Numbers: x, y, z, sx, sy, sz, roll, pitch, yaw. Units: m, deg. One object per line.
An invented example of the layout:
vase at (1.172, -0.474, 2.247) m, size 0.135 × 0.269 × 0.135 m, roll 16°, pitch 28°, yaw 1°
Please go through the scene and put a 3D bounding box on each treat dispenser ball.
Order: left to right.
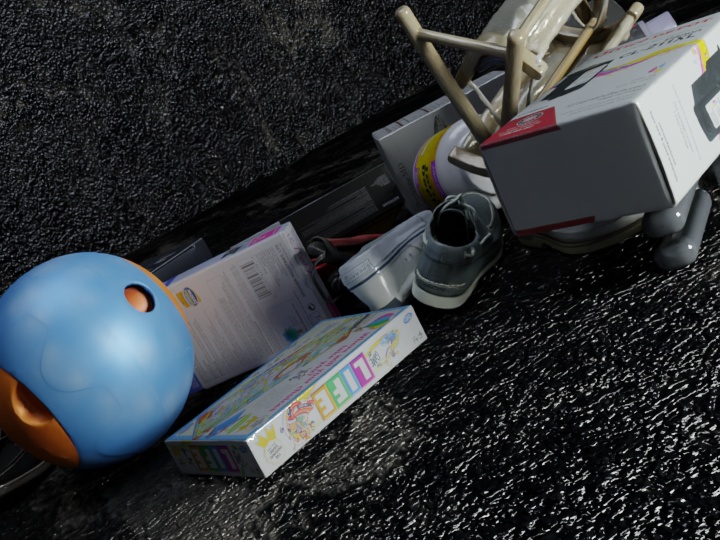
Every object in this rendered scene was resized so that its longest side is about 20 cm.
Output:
treat dispenser ball at (-0.257, 0.085, 0.990) m, size 0.199 × 0.203 × 0.201 m, roll -26°, pitch 12°, yaw 6°

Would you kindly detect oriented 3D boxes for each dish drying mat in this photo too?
dish drying mat at (-0.035, -0.003, 1.166) m, size 0.076 × 0.018 × 0.200 m, roll -22°, pitch -5°, yaw 18°

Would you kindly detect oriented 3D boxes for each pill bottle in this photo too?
pill bottle at (0.125, -0.115, 1.160) m, size 0.103 × 0.105 × 0.200 m, roll -29°, pitch 4°, yaw -7°

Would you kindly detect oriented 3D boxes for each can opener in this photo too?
can opener at (0.264, -0.065, 0.815) m, size 0.066 × 0.053 × 0.200 m, roll -18°, pitch 16°, yaw 35°

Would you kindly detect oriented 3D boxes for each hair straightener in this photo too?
hair straightener at (0.000, 0.000, 1.071) m, size 0.040 × 0.078 × 0.199 m, roll -19°, pitch -7°, yaw 21°

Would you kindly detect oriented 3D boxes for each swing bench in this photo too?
swing bench at (0.159, -0.215, 0.955) m, size 0.129 × 0.201 × 0.200 m, roll 21°, pitch 65°, yaw 35°

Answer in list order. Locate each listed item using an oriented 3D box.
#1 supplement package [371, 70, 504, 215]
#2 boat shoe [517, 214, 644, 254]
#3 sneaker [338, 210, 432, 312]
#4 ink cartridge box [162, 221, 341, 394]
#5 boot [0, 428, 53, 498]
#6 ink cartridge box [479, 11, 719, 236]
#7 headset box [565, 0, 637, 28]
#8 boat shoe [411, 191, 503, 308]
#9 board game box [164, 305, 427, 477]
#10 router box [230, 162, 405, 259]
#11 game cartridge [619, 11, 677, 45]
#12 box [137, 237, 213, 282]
supplement package at (0.129, -0.177, 1.432) m, size 0.198 × 0.118 × 0.117 m, roll -28°, pitch 12°, yaw 1°
boat shoe at (0.188, -0.062, 0.932) m, size 0.074 × 0.069 × 0.199 m, roll -32°, pitch 13°, yaw -21°
sneaker at (0.038, -0.003, 1.026) m, size 0.073 × 0.071 × 0.200 m, roll -30°, pitch 4°, yaw 29°
ink cartridge box at (-0.131, 0.044, 1.078) m, size 0.198 × 0.120 × 0.042 m, roll -25°, pitch 16°, yaw 17°
boot at (-0.382, 0.148, 1.129) m, size 0.072 × 0.152 × 0.200 m, roll -22°, pitch 13°, yaw 22°
ink cartridge box at (0.209, -0.118, 0.821) m, size 0.144 × 0.084 × 0.200 m, roll -11°, pitch 22°, yaw 45°
headset box at (0.244, -0.227, 1.255) m, size 0.148 × 0.075 × 0.201 m, roll -33°, pitch -21°, yaw -24°
boat shoe at (0.098, -0.037, 0.987) m, size 0.072 × 0.063 × 0.200 m, roll 14°, pitch 31°, yaw 13°
board game box at (-0.053, 0.100, 0.879) m, size 0.199 × 0.035 × 0.134 m, roll -37°, pitch 14°, yaw -36°
router box at (-0.052, -0.034, 1.203) m, size 0.198 × 0.053 × 0.157 m, roll -30°, pitch -8°, yaw -10°
game cartridge at (0.264, -0.170, 1.073) m, size 0.198 × 0.131 × 0.038 m, roll -29°, pitch -7°, yaw -6°
box at (-0.295, 0.072, 1.339) m, size 0.198 × 0.119 × 0.196 m, roll -19°, pitch 14°, yaw 40°
